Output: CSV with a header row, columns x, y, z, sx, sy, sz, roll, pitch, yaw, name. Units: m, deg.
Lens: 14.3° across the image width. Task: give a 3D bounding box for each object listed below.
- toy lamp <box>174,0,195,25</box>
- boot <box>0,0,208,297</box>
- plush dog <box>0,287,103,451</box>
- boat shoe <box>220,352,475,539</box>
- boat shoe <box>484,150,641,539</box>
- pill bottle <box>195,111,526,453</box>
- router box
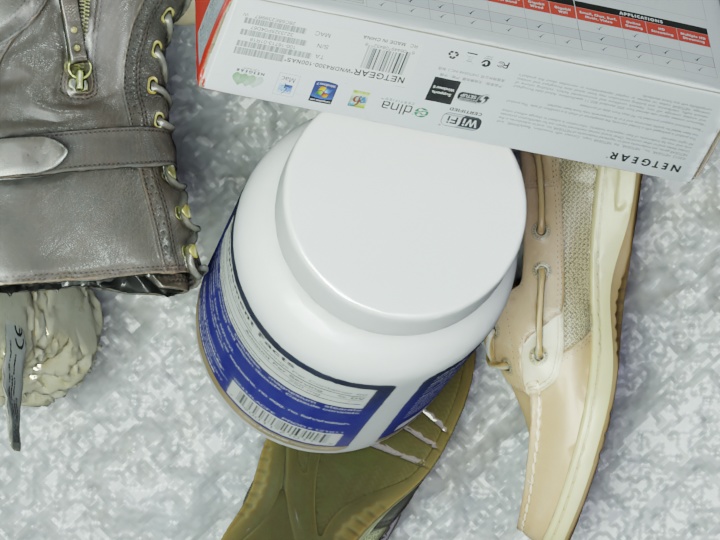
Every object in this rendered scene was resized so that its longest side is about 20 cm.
x,y,z,sx,sy,sz,roll,pitch,yaw,name
-0.089,-0.115,1.254,0.200,0.058,0.058,-8,98,-1,toy lamp
-0.092,-0.075,1.177,0.200,0.069,0.174,-11,84,-22,boot
-0.226,0.005,1.212,0.171,0.161,0.200,-7,120,22,plush dog
-0.018,0.102,1.280,0.072,0.066,0.201,31,76,1,boat shoe
0.084,0.024,1.274,0.064,0.071,0.200,8,89,4,boat shoe
0.000,0.000,1.168,0.115,0.200,0.116,3,74,-10,pill bottle
0.037,-0.129,1.114,0.200,0.180,0.049,10,134,-14,router box
